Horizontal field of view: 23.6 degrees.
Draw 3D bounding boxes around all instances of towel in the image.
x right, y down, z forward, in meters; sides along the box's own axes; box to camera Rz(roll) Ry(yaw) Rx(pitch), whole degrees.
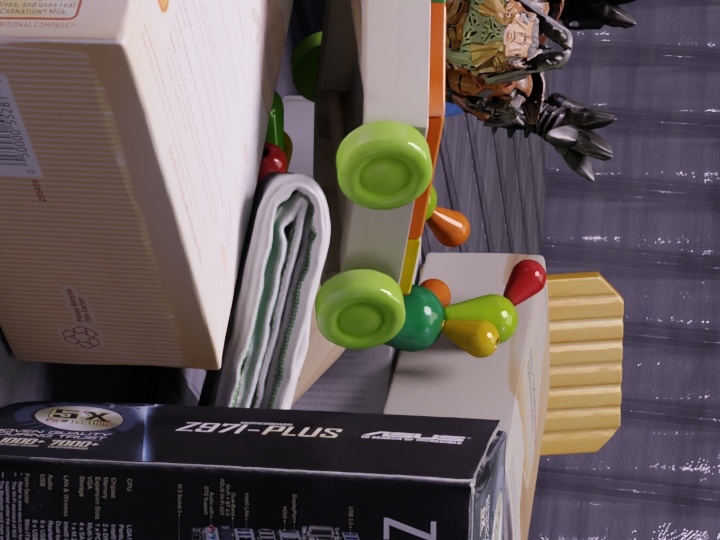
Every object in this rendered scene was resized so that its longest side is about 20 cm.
[{"bbox_3d":[-0.043,0.038,0.665,0.200,0.031,0.150,-169,-87,-84],"label":"towel"}]

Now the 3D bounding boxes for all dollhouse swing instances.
[{"bbox_3d":[0.133,0.106,1.474,0.182,0.175,0.201,-62,153,-69],"label":"dollhouse swing"}]

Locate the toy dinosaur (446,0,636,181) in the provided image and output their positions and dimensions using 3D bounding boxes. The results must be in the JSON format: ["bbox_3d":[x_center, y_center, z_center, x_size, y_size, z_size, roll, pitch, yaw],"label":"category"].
[{"bbox_3d":[0.055,-0.115,0.813,0.200,0.135,0.102,-115,-140,-57],"label":"toy dinosaur"}]

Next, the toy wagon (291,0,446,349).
[{"bbox_3d":[0.004,-0.076,0.634,0.155,0.039,0.200,-98,-167,-45],"label":"toy wagon"}]

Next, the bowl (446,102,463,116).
[{"bbox_3d":[0.028,-0.187,0.978,0.201,0.039,0.201,174,-90,-71],"label":"bowl"}]

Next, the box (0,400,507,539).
[{"bbox_3d":[-0.041,0.146,0.522,0.086,0.163,0.201,-29,119,-78],"label":"box"}]

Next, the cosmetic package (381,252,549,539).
[{"bbox_3d":[0.058,0.083,0.931,0.200,0.071,0.105,-72,159,-55],"label":"cosmetic package"}]

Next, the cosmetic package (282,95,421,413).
[{"bbox_3d":[-0.006,0.009,0.963,0.102,0.074,0.201,17,76,-80],"label":"cosmetic package"}]

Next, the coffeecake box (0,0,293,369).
[{"bbox_3d":[-0.073,-0.094,0.555,0.154,0.073,0.200,81,15,-53],"label":"coffeecake box"}]

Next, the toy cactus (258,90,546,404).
[{"bbox_3d":[0.000,0.000,0.852,0.200,0.102,0.165,42,75,-36],"label":"toy cactus"}]
